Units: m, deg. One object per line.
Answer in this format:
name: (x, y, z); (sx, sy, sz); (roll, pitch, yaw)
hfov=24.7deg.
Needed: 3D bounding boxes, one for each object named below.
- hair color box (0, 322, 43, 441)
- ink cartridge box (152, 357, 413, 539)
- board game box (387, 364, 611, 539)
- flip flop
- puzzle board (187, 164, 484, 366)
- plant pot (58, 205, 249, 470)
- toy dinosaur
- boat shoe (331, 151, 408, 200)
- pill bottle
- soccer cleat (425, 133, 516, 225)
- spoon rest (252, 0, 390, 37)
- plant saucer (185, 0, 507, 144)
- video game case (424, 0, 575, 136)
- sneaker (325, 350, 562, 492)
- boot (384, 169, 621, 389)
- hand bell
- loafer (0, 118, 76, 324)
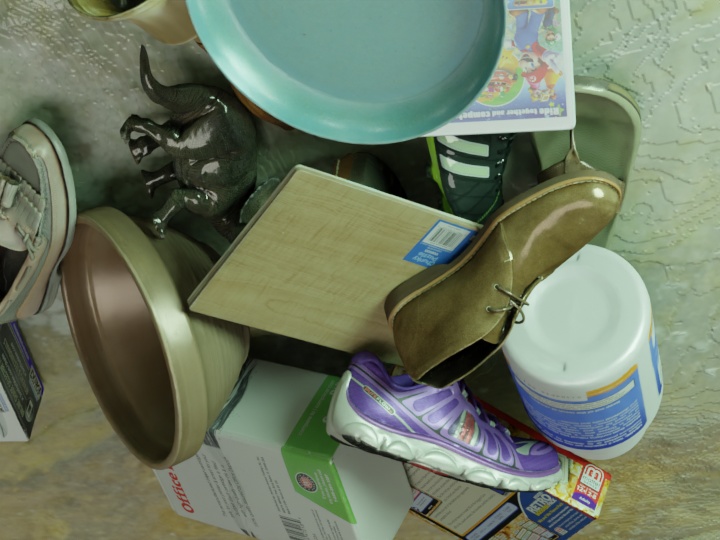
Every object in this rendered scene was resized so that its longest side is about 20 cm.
hair color box: (-0.378, 0.088, 1.376); (0.198, 0.065, 0.110); (-1, 136, 11)
ink cartridge box: (-0.072, 0.150, 1.337); (0.198, 0.084, 0.146); (11, 139, 29)
board game box: (0.085, 0.165, 1.357); (0.199, 0.047, 0.152); (30, 146, -5)
flip flop: (0.152, -0.056, 1.157); (0.080, 0.058, 0.201); (5, 137, 3)
puzzle board: (0.000, 0.000, 1.145); (0.199, 0.018, 0.151); (16, 133, -31)
plant pot: (-0.146, 0.041, 1.239); (0.092, 0.201, 0.202); (-19, 145, -27)
toy dinosaur: (-0.111, -0.086, 1.165); (0.101, 0.077, 0.201); (-18, 122, -3)
boat shoe: (0.007, 0.000, 1.225); (0.073, 0.076, 0.201); (-5, 135, 17)
pill bottle: (0.169, 0.071, 1.230); (0.111, 0.113, 0.200); (-4, 154, 12)
soccer cleat: (0.081, -0.097, 1.120); (0.080, 0.068, 0.201); (-9, 132, 15)
spoon rest: (0.015, -0.207, 0.971); (0.199, 0.061, 0.100); (-25, 111, 19)
plant saucer: (-0.008, -0.165, 0.967); (0.198, 0.028, 0.202); (11, 131, 13)
video game case: (0.058, -0.180, 1.023); (0.142, 0.018, 0.202); (-2, 117, 10)
sneaker: (0.072, 0.112, 1.220); (0.199, 0.084, 0.080); (22, 172, -28)
boot: (0.103, 0.010, 1.114); (0.073, 0.076, 0.200); (28, 125, -37)
hand bell: (-0.095, -0.153, 1.087); (0.103, 0.105, 0.200); (-16, 145, 23)
loafer: (-0.257, -0.025, 1.222); (0.072, 0.063, 0.201); (44, 143, 20)
